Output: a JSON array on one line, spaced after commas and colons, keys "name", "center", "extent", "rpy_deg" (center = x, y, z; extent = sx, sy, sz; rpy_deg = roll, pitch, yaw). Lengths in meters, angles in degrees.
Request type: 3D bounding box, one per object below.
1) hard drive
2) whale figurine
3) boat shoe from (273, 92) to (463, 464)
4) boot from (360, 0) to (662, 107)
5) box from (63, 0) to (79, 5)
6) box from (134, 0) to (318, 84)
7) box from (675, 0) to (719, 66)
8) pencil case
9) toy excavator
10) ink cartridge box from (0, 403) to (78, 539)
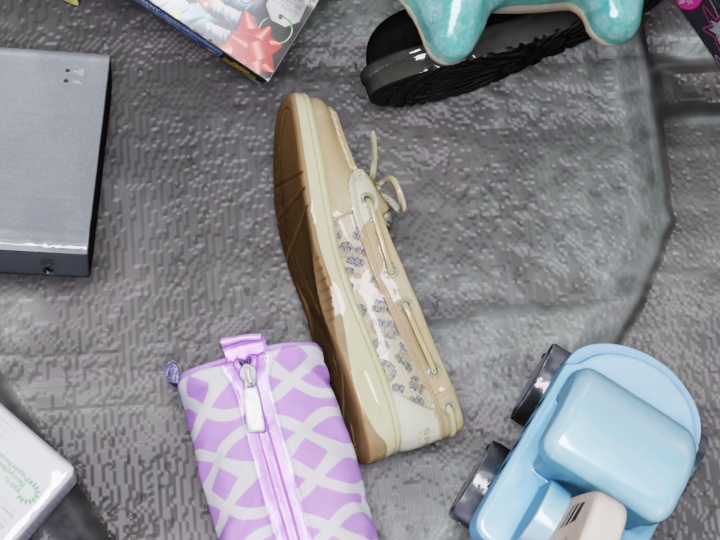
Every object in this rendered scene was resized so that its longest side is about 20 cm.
[{"name": "hard drive", "center": [-0.237, -0.063, 0.814], "extent": [0.198, 0.033, 0.140], "rpy_deg": [3, 52, -5]}, {"name": "whale figurine", "center": [0.097, -0.188, 0.792], "extent": [0.199, 0.104, 0.160], "rpy_deg": [-35, 89, -27]}, {"name": "boat shoe", "center": [0.000, 0.000, 0.829], "extent": [0.062, 0.073, 0.202], "rpy_deg": [-13, 86, -16]}, {"name": "boot", "center": [0.065, -0.193, 0.884], "extent": [0.210, 0.079, 0.159], "rpy_deg": [-24, 84, -24]}, {"name": "box", "center": [-0.165, -0.260, 0.895], "extent": [0.075, 0.050, 0.201], "rpy_deg": [19, 72, -1]}, {"name": "box", "center": [-0.057, -0.223, 0.843], "extent": [0.136, 0.040, 0.201], "rpy_deg": [32, 87, -12]}, {"name": "box", "center": [0.246, -0.202, 0.882], "extent": [0.114, 0.132, 0.201], "rpy_deg": [-29, 79, -12]}, {"name": "pencil case", "center": [-0.032, 0.130, 0.773], "extent": [0.083, 0.086, 0.202], "rpy_deg": [-15, 76, -12]}, {"name": "toy excavator", "center": [0.105, 0.113, 0.733], "extent": [0.099, 0.200, 0.195], "rpy_deg": [32, 72, 4]}, {"name": "ink cartridge box", "center": [-0.279, 0.115, 0.771], "extent": [0.199, 0.041, 0.200], "rpy_deg": [40, 72, 8]}]
